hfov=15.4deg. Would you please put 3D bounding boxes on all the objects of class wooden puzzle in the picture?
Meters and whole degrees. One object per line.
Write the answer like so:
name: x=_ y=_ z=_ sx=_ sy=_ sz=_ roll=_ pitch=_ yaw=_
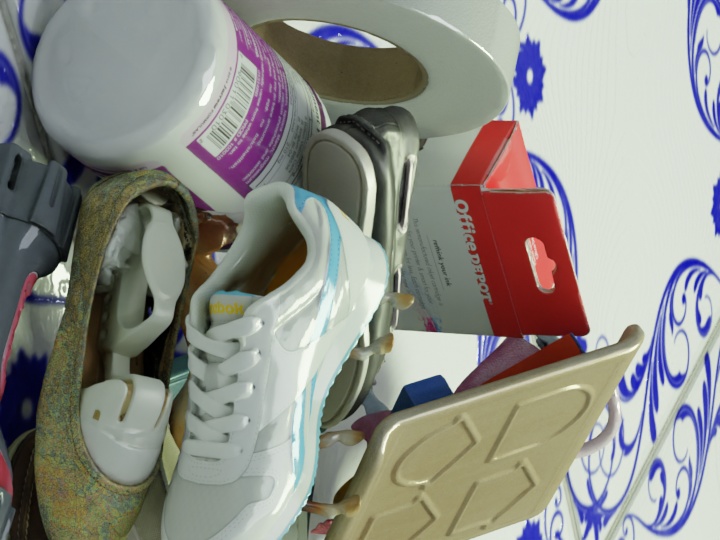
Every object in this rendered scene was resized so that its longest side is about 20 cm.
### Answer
wooden puzzle: x=0.057 y=0.107 z=1.552 sx=0.200 sy=0.046 sz=0.185 roll=-21 pitch=153 yaw=-30

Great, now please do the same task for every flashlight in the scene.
flashlight: x=-0.181 y=0.044 z=1.293 sx=0.068 sy=0.068 sz=0.201 roll=23 pitch=61 yaw=-18

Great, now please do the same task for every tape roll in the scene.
tape roll: x=-0.012 y=-0.129 z=1.464 sx=0.203 sy=0.202 sz=0.037 roll=42 pitch=55 yaw=-57

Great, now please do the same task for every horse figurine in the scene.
horse figurine: x=-0.053 y=0.064 z=1.407 sx=0.050 sy=0.132 sz=0.200 roll=-105 pitch=-155 yaw=-58

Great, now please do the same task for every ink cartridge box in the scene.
ink cartridge box: x=0.043 y=-0.026 z=1.582 sx=0.067 sy=0.199 sz=0.116 roll=-60 pitch=143 yaw=-42

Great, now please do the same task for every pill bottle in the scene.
pill bottle: x=-0.082 y=-0.076 z=1.425 sx=0.200 sy=0.112 sz=0.113 roll=41 pitch=56 yaw=-58

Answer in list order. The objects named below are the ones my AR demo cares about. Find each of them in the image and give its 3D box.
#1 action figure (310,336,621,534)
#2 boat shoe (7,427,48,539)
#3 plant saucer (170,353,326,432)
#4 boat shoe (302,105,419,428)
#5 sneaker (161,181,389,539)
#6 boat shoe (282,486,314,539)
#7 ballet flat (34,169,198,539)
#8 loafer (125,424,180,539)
action figure: x=0.060 y=0.134 z=1.689 sx=0.200 sy=0.149 sz=0.134 roll=-37 pitch=122 yaw=-22
boat shoe: x=-0.142 y=0.171 z=1.319 sx=0.075 sy=0.075 sz=0.203 roll=10 pitch=67 yaw=-34
plant saucer: x=-0.089 y=0.081 z=1.458 sx=0.200 sy=0.019 sz=0.070 roll=-18 pitch=98 yaw=-44
boat shoe: x=0.000 y=0.000 z=1.443 sx=0.057 sy=0.067 sz=0.200 roll=-29 pitch=140 yaw=-37
sneaker: x=-0.057 y=0.054 z=1.298 sx=0.081 sy=0.076 sz=0.200 roll=41 pitch=60 yaw=-45
boat shoe: x=-0.062 y=0.170 z=1.534 sx=0.062 sy=0.073 sz=0.201 roll=89 pitch=9 yaw=-71
ballet flat: x=-0.116 y=0.043 z=1.299 sx=0.071 sy=0.070 sz=0.201 roll=40 pitch=52 yaw=-58
loafer: x=-0.087 y=0.144 z=1.359 sx=0.076 sy=0.068 sz=0.201 roll=79 pitch=-2 yaw=-82
